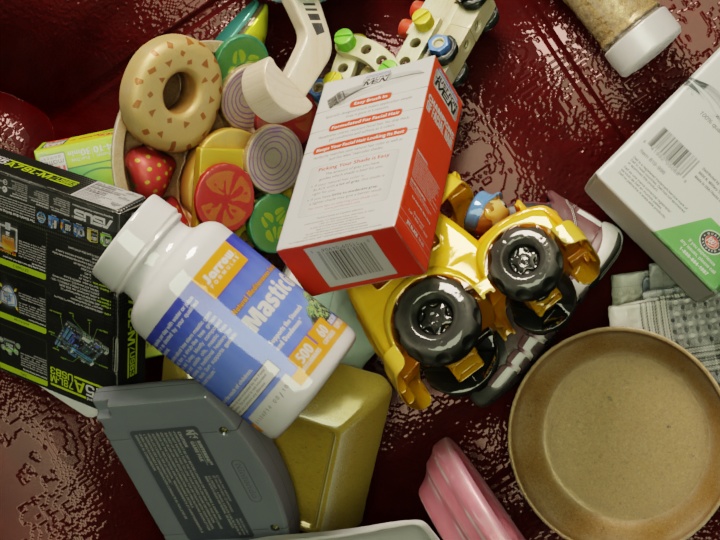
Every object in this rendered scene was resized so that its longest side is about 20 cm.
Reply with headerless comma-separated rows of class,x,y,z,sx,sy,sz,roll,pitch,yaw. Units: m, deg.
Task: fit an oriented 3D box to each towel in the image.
towel,0.321,0.085,1.694,0.192,0.035,0.201,-7,88,5

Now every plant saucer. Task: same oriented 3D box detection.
plant saucer,0.111,0.236,1.627,0.051,0.201,0.201,-35,87,3
plant saucer,-0.086,0.148,1.661,0.199,0.049,0.200,16,134,5
plant saucer,0.228,0.146,1.675,0.199,0.035,0.201,2,96,18

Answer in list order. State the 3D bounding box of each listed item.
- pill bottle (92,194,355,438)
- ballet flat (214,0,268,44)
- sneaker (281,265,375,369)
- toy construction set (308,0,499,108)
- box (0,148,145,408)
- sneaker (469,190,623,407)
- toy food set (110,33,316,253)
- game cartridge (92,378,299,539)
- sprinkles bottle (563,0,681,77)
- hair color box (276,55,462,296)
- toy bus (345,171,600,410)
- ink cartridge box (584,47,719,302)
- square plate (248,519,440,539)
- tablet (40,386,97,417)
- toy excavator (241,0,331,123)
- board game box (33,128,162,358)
pill bottle,-0.112,0.032,1.540,0.200,0.112,0.112,39,93,-2
ballet flat,-0.139,-0.152,1.729,0.200,0.067,0.067,-44,107,6
sneaker,0.000,0.000,1.711,0.118,0.074,0.201,29,84,-10
toy construction set,0.042,-0.220,1.701,0.131,0.092,0.201,18,83,30
box,-0.273,0.006,1.665,0.199,0.047,0.194,18,120,29
sneaker,0.132,0.016,1.699,0.115,0.076,0.200,38,82,9
toy food set,-0.125,-0.104,1.661,0.197,0.049,0.201,-1,97,-37
game cartridge,-0.131,0.171,1.639,0.133,0.042,0.200,-9,127,20
sprinkles bottle,0.196,-0.266,1.692,0.068,0.068,0.200,-38,86,3
hair color box,0.011,-0.079,1.585,0.110,0.064,0.201,-11,44,27
toy bus,0.074,-0.011,1.617,0.200,0.136,0.192,-35,67,0
ink cartridge box,0.315,-0.095,1.659,0.200,0.083,0.147,-44,85,-6
square plate,0.019,0.276,1.638,0.197,0.029,0.200,-11,130,33
tablet,-0.243,0.018,1.754,0.130,0.014,0.200,33,92,5
toy excavator,-0.047,-0.247,1.660,0.194,0.100,0.201,-29,97,-39
board game box,-0.212,-0.022,1.699,0.101,0.048,0.201,-12,103,3
